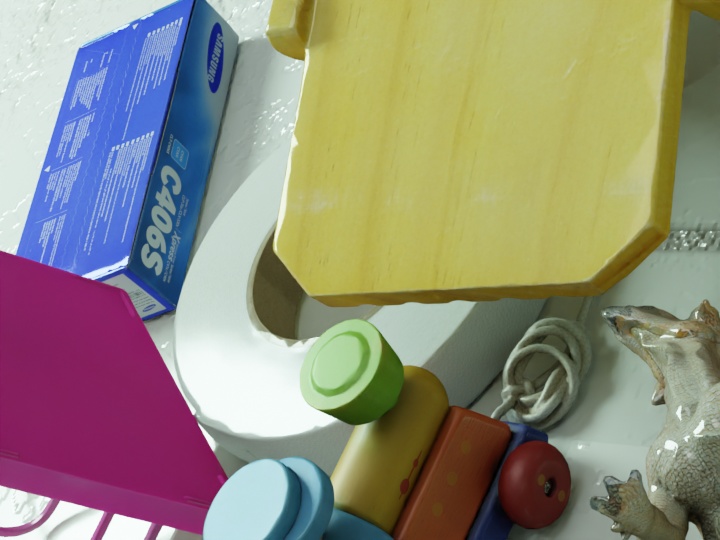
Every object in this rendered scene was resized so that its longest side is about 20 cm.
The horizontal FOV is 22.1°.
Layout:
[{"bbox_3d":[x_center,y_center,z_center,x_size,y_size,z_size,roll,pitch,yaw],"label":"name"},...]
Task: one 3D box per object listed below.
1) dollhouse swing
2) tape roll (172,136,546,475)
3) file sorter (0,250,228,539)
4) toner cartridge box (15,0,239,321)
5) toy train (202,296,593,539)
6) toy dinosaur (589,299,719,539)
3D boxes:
[{"bbox_3d":[0.080,-0.071,0.770,0.200,0.182,0.176,-4,84,33],"label":"dollhouse swing"},{"bbox_3d":[0.000,0.000,0.849,0.202,0.037,0.203,-25,42,24],"label":"tape roll"},{"bbox_3d":[-0.165,0.088,0.824,0.126,0.139,0.200,-61,33,16],"label":"file sorter"},{"bbox_3d":[-0.130,-0.056,1.019,0.095,0.043,0.200,-17,46,31],"label":"toner cartridge box"},{"bbox_3d":[0.022,0.056,0.710,0.085,0.116,0.200,4,59,45],"label":"toy train"},{"bbox_3d":[0.141,0.082,0.599,0.086,0.135,0.200,-27,71,23],"label":"toy dinosaur"}]
